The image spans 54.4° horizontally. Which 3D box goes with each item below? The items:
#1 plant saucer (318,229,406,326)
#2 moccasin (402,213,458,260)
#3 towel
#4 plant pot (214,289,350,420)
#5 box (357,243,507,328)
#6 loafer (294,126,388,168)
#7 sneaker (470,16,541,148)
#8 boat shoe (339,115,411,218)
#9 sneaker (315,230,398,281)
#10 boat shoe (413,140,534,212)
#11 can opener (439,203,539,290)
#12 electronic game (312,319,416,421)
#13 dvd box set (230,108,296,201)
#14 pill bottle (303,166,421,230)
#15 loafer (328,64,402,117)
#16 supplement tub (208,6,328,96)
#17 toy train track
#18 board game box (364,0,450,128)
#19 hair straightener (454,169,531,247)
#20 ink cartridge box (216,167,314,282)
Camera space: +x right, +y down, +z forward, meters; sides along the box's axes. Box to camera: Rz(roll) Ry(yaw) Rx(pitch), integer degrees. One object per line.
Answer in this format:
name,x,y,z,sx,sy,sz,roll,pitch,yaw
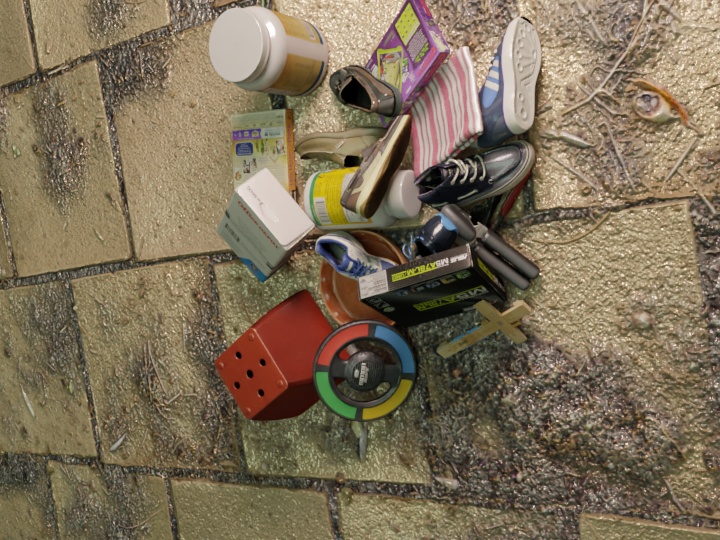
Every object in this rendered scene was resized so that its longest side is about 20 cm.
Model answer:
plant saucer,0.010,0.022,1.345,0.198,0.032,0.203,5,99,30
moccasin,0.109,-0.039,1.186,0.080,0.200,0.068,42,77,13
towel,0.133,-0.254,1.161,0.200,0.030,0.148,147,118,-61
plant pot,-0.167,0.184,1.392,0.200,0.176,0.201,-41,76,29
box,0.122,0.033,1.170,0.198,0.193,0.048,-17,63,21
loafer,-0.038,-0.225,1.309,0.198,0.076,0.068,-4,90,31
sneaker,0.213,-0.299,1.146,0.146,0.080,0.203,-10,71,51
boat shoe,0.027,-0.184,1.181,0.064,0.073,0.201,20,68,18
sneaker,0.000,0.000,1.279,0.199,0.088,0.076,32,110,22
boat shoe,0.179,-0.156,1.140,0.199,0.092,0.075,-31,62,35
can opener,0.208,-0.036,1.167,0.199,0.067,0.053,36,116,-4
electronic game,0.009,0.189,1.313,0.197,0.042,0.203,-2,104,-7
dvd box set,-0.199,-0.222,1.433,0.145,0.029,0.203,1,97,31
pill bottle,0.006,-0.133,1.276,0.198,0.112,0.114,-1,97,31
loafer,-0.006,-0.321,1.246,0.200,0.062,0.073,36,130,46
supplement tub,-0.166,-0.400,1.287,0.143,0.199,0.147,5,100,30
toy train track,0.214,0.099,1.230,0.114,0.033,0.199,40,129,-19
board game box,0.071,-0.353,1.199,0.200,0.032,0.121,-46,59,53
hair straightener,0.215,-0.104,1.204,0.077,0.041,0.201,35,118,22
ink cartridge box,-0.186,-0.081,1.347,0.146,0.084,0.200,49,151,0
